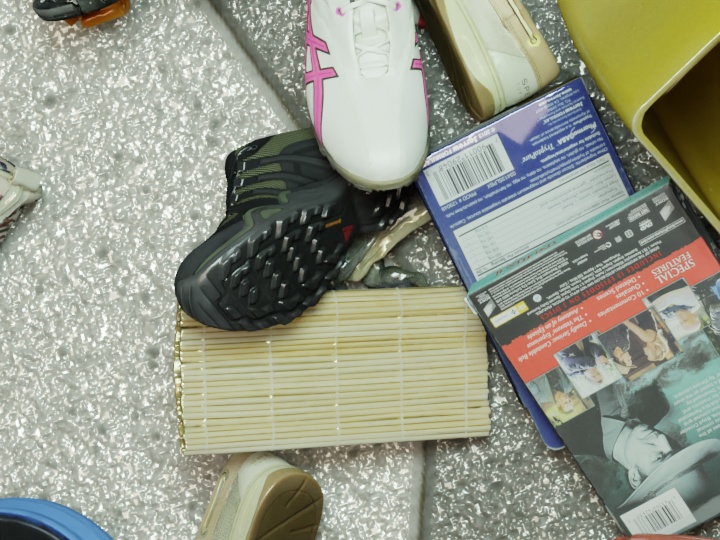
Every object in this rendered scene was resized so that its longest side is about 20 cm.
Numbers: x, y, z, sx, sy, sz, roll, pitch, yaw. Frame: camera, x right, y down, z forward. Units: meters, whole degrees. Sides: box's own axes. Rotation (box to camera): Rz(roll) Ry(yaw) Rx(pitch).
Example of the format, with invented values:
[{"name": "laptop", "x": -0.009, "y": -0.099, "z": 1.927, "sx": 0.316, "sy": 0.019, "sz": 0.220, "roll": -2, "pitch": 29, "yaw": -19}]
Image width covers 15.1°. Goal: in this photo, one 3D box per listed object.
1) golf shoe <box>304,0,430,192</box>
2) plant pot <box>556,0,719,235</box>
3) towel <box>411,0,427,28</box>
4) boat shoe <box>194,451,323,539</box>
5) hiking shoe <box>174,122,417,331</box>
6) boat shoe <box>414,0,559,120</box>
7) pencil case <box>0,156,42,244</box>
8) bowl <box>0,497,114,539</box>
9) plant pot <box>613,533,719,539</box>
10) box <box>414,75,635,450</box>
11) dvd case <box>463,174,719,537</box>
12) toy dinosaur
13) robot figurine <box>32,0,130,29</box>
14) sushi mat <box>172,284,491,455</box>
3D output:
[{"name": "golf shoe", "x": -0.002, "y": -0.141, "z": 1.641, "sx": 0.072, "sy": 0.092, "sz": 0.201, "roll": -8, "pitch": 57, "yaw": -2}, {"name": "plant pot", "x": 0.230, "y": -0.141, "z": 1.599, "sx": 0.200, "sy": 0.200, "sz": 0.176, "roll": -44, "pitch": 42, "yaw": 3}, {"name": "towel", "x": 0.019, "y": -0.236, "z": 1.739, "sx": 0.199, "sy": 0.023, "sz": 0.145, "roll": 18, "pitch": 90, "yaw": 12}, {"name": "boat shoe", "x": -0.087, "y": 0.207, "z": 1.695, "sx": 0.065, "sy": 0.072, "sz": 0.201, "roll": 29, "pitch": 103, "yaw": 46}, {"name": "hiking shoe", "x": -0.054, "y": -0.032, "z": 1.667, "sx": 0.100, "sy": 0.200, "sz": 0.076, "roll": 18, "pitch": 132, "yaw": 38}, {"name": "boat shoe", "x": 0.063, "y": -0.191, "z": 1.686, "sx": 0.066, "sy": 0.074, "sz": 0.201, "roll": -20, "pitch": 79, "yaw": -8}, {"name": "pencil case", "x": -0.282, "y": 0.005, "z": 1.732, "sx": 0.089, "sy": 0.078, "sz": 0.200, "roll": 35, "pitch": 90, "yaw": 36}, {"name": "bowl", "x": -0.221, "y": 0.242, "z": 1.699, "sx": 0.199, "sy": 0.039, "sz": 0.202, "roll": -3, "pitch": 83, "yaw": 22}, {"name": "plant pot", "x": 0.203, "y": 0.263, "z": 1.585, "sx": 0.199, "sy": 0.201, "sz": 0.196, "roll": 9, "pitch": 77, "yaw": 10}, {"name": "box", "x": 0.123, "y": -0.003, "z": 1.672, "sx": 0.121, "sy": 0.032, "sz": 0.201, "roll": -26, "pitch": 95, "yaw": -1}, {"name": "dvd case", "x": 0.175, "y": 0.059, "z": 1.631, "sx": 0.146, "sy": 0.022, "sz": 0.200, "roll": -30, "pitch": 103, "yaw": 20}, {"name": "toy dinosaur", "x": 0.000, "y": 0.000, "z": 1.709, "sx": 0.199, "sy": 0.047, "sz": 0.089, "roll": -22, "pitch": 75, "yaw": 3}, {"name": "robot figurine", "x": -0.124, "y": -0.222, "z": 1.714, "sx": 0.199, "sy": 0.058, "sz": 0.145, "roll": -25, "pitch": 41, "yaw": 17}, {"name": "sushi mat", "x": -0.016, "y": 0.060, "z": 1.668, "sx": 0.199, "sy": 0.012, "sz": 0.096, "roll": -3, "pitch": 88, "yaw": -15}]
